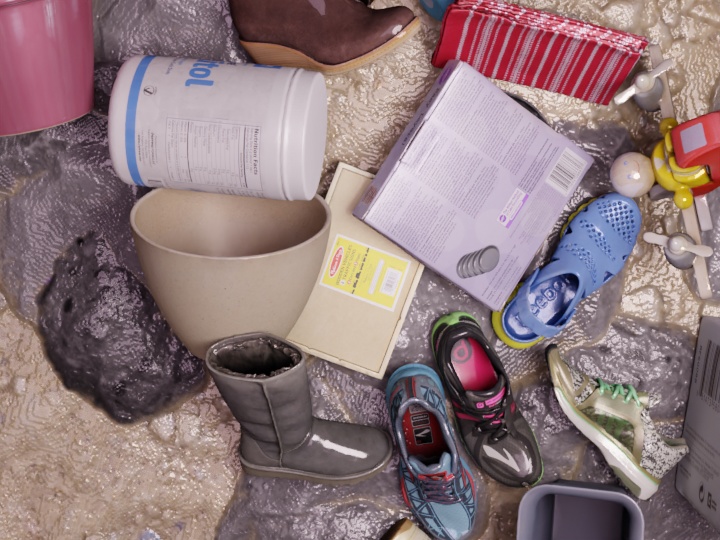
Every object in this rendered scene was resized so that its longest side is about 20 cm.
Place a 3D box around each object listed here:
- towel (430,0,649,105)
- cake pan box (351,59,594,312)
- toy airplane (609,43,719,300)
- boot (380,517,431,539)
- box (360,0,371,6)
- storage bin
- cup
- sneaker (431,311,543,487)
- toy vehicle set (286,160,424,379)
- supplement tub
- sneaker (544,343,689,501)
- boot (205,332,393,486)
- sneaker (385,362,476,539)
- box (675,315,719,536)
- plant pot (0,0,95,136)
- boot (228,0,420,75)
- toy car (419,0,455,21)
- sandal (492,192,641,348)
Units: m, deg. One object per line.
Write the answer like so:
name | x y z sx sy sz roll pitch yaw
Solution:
towel | 0.173 -0.217 1.351 0.198 0.145 0.023 13 73 -3
cake pan box | 0.118 -0.089 1.381 0.183 0.052 0.201 31 92 -20
toy airplane | 0.313 -0.101 1.339 0.139 0.201 0.201 -9 123 -4
boot | 0.044 0.387 1.432 0.155 0.073 0.201 38 88 -1
box | 0.029 -0.380 1.368 0.100 0.075 0.201 35 92 -4
storage bin | 0.219 0.310 1.395 0.144 0.134 0.203 4 94 14
cup | -0.129 0.007 1.353 0.198 0.201 0.145 1 117 -1
sneaker | 0.129 0.142 1.408 0.076 0.084 0.202 -28 95 2
toy vehicle set | 0.000 0.000 1.421 0.123 0.027 0.202 21 94 -3
supplement tub | -0.140 -0.142 1.342 0.197 0.132 0.134 5 95 7
sneaker | 0.269 0.142 1.412 0.088 0.077 0.200 -39 103 13
boot | -0.057 0.137 1.353 0.179 0.073 0.201 -4 136 -2
sneaker | 0.069 0.203 1.400 0.078 0.096 0.202 -18 104 6
box | 0.435 0.165 1.359 0.169 0.199 0.203 7 96 -2
plant pot | -0.343 -0.235 1.323 0.197 0.200 0.181 -10 111 0
boot | -0.052 -0.277 1.328 0.198 0.072 0.168 -9 117 31
toy car | 0.161 -0.315 1.284 0.183 0.200 0.178 -34 137 -10
sandal | 0.221 0.004 1.398 0.079 0.087 0.201 39 91 -2
